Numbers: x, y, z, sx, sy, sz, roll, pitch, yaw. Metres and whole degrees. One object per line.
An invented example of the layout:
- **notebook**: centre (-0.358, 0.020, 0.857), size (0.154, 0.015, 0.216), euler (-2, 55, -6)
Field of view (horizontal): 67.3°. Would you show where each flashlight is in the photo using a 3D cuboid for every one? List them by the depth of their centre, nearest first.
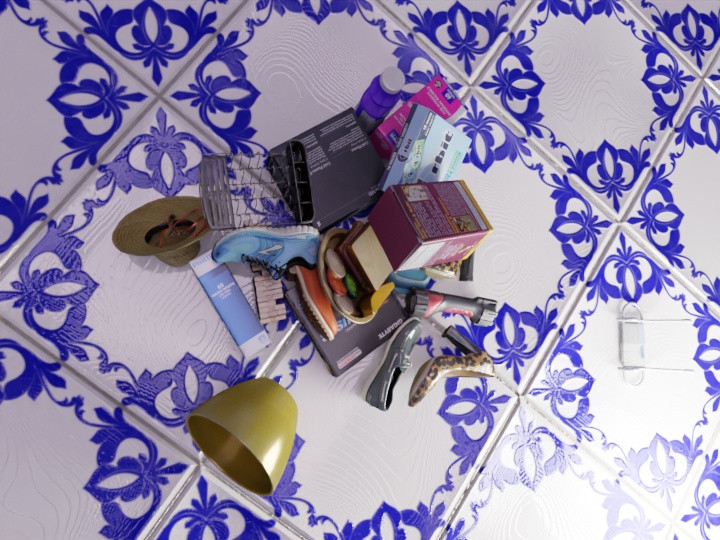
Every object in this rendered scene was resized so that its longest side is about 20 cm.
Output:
- **flashlight**: centre (0.194, 0.083, 1.160), size (0.196, 0.068, 0.069), euler (12, 72, -18)

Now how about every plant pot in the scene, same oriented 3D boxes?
- **plant pot**: centre (-0.194, 0.281, 0.982), size (0.200, 0.200, 0.142), euler (47, 50, -5)

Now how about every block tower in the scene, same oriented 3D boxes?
- **block tower**: centre (-0.189, 0.000, 1.069), size (0.057, 0.054, 0.204), euler (-10, 87, -16)

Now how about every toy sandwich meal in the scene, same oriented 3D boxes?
- **toy sandwich meal**: centre (0.000, 0.000, 1.022), size (0.204, 0.069, 0.209), euler (31, 49, -44)

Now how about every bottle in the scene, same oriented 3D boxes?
- **bottle**: centre (0.036, -0.342, 1.093), size (0.065, 0.200, 0.084), euler (45, 74, -6)

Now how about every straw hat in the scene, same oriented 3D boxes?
- **straw hat**: centre (-0.349, -0.054, 1.012), size (0.198, 0.202, 0.086), euler (-21, 132, -16)

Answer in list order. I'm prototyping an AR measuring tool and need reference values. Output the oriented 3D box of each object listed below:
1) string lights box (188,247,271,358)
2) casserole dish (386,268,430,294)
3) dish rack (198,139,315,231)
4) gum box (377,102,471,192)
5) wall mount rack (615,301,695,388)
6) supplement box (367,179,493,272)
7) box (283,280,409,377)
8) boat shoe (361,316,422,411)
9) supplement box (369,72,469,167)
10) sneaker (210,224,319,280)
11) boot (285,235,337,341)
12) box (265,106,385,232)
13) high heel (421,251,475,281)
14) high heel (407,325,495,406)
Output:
- **string lights box**: centre (-0.245, 0.063, 1.021), size (0.058, 0.103, 0.202), euler (-31, 92, -15)
- **casserole dish**: centre (0.110, -0.051, 1.164), size (0.119, 0.039, 0.204), euler (11, 80, -14)
- **dish rack**: centre (-0.188, -0.149, 0.974), size (0.196, 0.054, 0.157), euler (-8, 85, -22)
- **gum box**: centre (0.133, -0.217, 1.086), size (0.199, 0.044, 0.172), euler (9, 108, -55)
- **wall mount rack**: centre (0.687, 0.176, 1.273), size (0.170, 0.074, 0.205), euler (3, 84, -15)
- **supplement box**: centre (0.135, -0.088, 1.034), size (0.197, 0.103, 0.133), euler (-9, 63, -35)
- **box**: centre (-0.026, 0.078, 1.108), size (0.198, 0.050, 0.201), euler (-32, 91, -16)
- **boat shoe**: centre (0.079, 0.192, 1.099), size (0.202, 0.061, 0.073), euler (-57, 142, -7)
- **supplement box**: centre (0.120, -0.310, 1.164), size (0.200, 0.103, 0.102), euler (-43, 96, -14)
- **sneaker**: centre (-0.166, -0.028, 0.966), size (0.196, 0.078, 0.092), euler (-5, 77, -13)
- **boot**: centre (-0.073, 0.030, 1.041), size (0.106, 0.075, 0.203), euler (-23, 85, -19)
- **box**: centre (-0.062, -0.192, 1.099), size (0.198, 0.104, 0.184), euler (-30, 91, -16)
- **high heel**: centre (0.185, -0.055, 1.137), size (0.198, 0.070, 0.146), euler (8, 85, -51)
- **high heel**: centre (0.194, 0.232, 1.125), size (0.142, 0.071, 0.201), euler (39, 66, -1)
